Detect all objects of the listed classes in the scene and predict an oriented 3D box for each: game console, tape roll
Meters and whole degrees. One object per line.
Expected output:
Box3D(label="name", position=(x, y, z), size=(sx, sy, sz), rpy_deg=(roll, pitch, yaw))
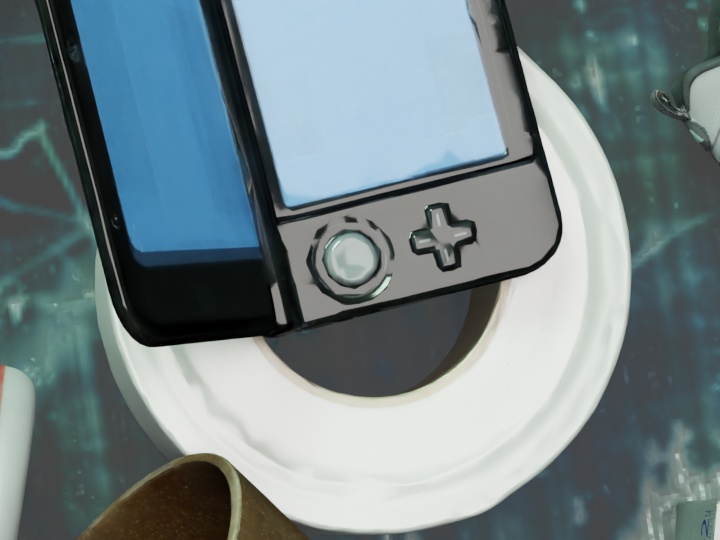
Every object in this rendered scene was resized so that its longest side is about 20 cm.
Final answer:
Box3D(label="game console", position=(-0.025, -0.084, 1.053), size=(0.175, 0.116, 0.201), rpy_deg=(-14, 85, -8))
Box3D(label="tape roll", position=(0.000, 0.000, 1.144), size=(0.201, 0.071, 0.203), rpy_deg=(1, 85, -8))

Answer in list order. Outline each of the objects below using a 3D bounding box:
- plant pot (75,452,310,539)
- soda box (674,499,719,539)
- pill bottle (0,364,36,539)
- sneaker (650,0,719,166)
Box3D(label="plant pot", position=(-0.027, 0.199, 1.080), size=(0.200, 0.187, 0.187), rpy_deg=(37, 81, -18))
Box3D(label="soda box", position=(0.149, 0.190, 1.150), size=(0.063, 0.068, 0.201), rpy_deg=(6, 84, -7))
Box3D(label="pill bottle", position=(-0.223, 0.078, 1.080), size=(0.199, 0.116, 0.116), rpy_deg=(9, 84, -7))
Box3D(label="sneaker", position=(0.197, -0.118, 1.180), size=(0.140, 0.078, 0.200), rpy_deg=(42, 80, -4))
